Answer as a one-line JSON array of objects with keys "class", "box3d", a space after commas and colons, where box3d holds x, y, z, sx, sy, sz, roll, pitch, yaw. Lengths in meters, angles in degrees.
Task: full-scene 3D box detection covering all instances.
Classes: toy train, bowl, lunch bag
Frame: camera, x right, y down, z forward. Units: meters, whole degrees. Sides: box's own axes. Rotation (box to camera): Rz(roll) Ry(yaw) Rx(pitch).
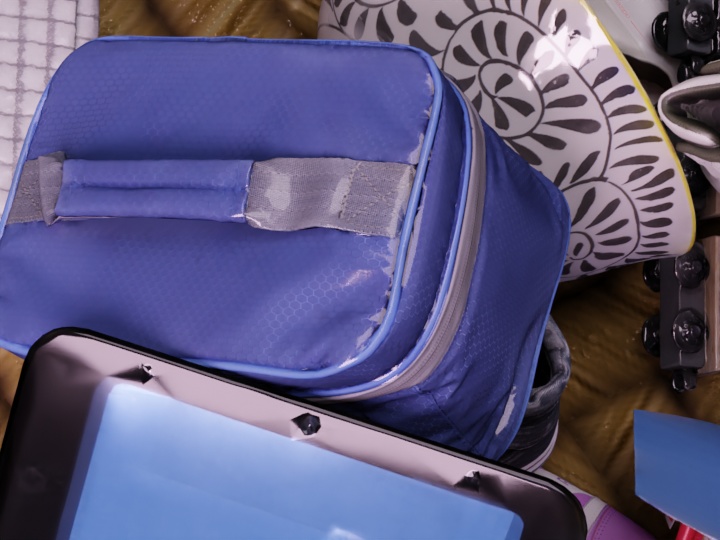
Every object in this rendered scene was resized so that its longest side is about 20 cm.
[{"class": "toy train", "box3d": [0.149, -0.046, 1.277, 0.046, 0.034, 0.201, 8, 79, -28]}, {"class": "bowl", "box3d": [0.040, -0.062, 1.216, 0.094, 0.201, 0.201, -36, 72, -9]}, {"class": "lunch bag", "box3d": [-0.041, -0.010, 1.070, 0.199, 0.132, 0.136, 2, 66, 29]}]

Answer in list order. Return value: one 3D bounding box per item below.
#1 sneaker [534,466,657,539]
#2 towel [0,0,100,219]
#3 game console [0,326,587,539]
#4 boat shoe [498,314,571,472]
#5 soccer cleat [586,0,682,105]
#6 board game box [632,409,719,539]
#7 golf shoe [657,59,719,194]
[{"class": "sneaker", "box3d": [0.033, 0.155, 1.168, 0.114, 0.073, 0.200, 37, 53, 15]}, {"class": "towel", "box3d": [-0.192, -0.080, 1.246, 0.165, 0.086, 0.201, 1, 61, -9]}, {"class": "game console", "box3d": [-0.047, 0.141, 0.974, 0.199, 0.117, 0.176, 17, 47, 5]}, {"class": "boat shoe", "box3d": [0.000, 0.000, 1.164, 0.200, 0.091, 0.071, 35, 67, 10]}, {"class": "soccer cleat", "box3d": [0.070, -0.127, 1.318, 0.199, 0.069, 0.078, 25, 65, 2]}, {"class": "board game box", "box3d": [0.175, 0.114, 1.170, 0.157, 0.200, 0.039, 20, 102, 1]}, {"class": "golf shoe", "box3d": [0.157, -0.063, 1.157, 0.097, 0.200, 0.079, 10, 86, -14]}]
